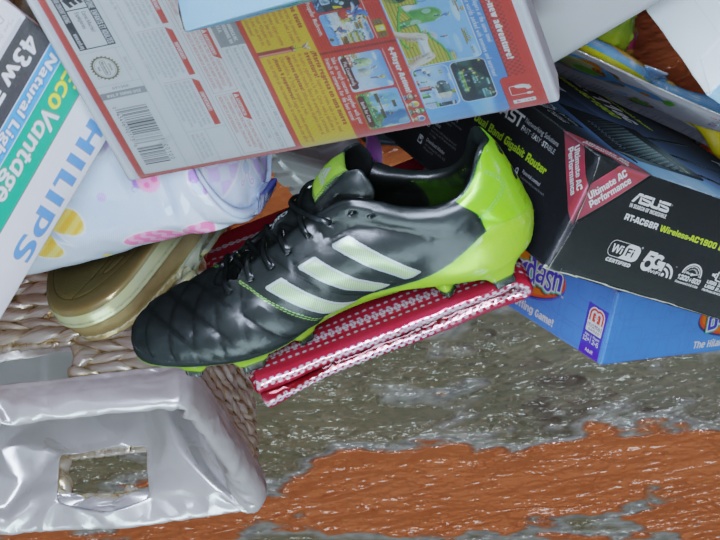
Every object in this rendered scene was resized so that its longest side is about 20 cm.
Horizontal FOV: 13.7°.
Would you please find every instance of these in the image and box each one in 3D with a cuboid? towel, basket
[{"bbox_3d":[0.000,0.000,1.488,0.144,0.200,0.023,-22,113,-2],"label":"towel"},{"bbox_3d":[-0.170,0.048,1.738,0.197,0.161,0.200,-6,158,9],"label":"basket"}]

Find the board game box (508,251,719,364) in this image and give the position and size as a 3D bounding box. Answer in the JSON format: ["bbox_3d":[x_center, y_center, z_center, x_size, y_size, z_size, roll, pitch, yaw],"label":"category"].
[{"bbox_3d":[0.158,-0.006,1.615,0.199,0.045,0.152,-5,-154,-39],"label":"board game box"}]

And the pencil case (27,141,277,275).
[{"bbox_3d":[-0.139,-0.046,1.424,0.199,0.091,0.083,-14,115,26],"label":"pencil case"}]

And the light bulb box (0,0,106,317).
[{"bbox_3d":[-0.247,-0.056,1.333,0.200,0.199,0.125,28,176,32],"label":"light bulb box"}]

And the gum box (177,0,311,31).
[{"bbox_3d":[0.005,-0.199,1.151,0.199,0.171,0.045,-13,-177,24],"label":"gum box"}]

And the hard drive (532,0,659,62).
[{"bbox_3d":[0.070,-0.129,1.313,0.132,0.026,0.200,7,158,-37],"label":"hard drive"}]

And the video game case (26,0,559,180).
[{"bbox_3d":[-0.027,-0.101,1.269,0.199,0.018,0.143,-10,144,12],"label":"video game case"}]

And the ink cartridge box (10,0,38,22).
[{"bbox_3d":[-0.083,-0.138,1.409,0.164,0.075,0.200,4,156,-12],"label":"ink cartridge box"}]

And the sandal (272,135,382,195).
[{"bbox_3d":[-0.019,-0.074,1.604,0.082,0.050,0.203,6,150,38],"label":"sandal"}]

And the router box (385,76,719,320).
[{"bbox_3d":[0.114,-0.049,1.503,0.149,0.062,0.200,17,-164,-35],"label":"router box"}]

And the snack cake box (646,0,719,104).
[{"bbox_3d":[0.215,-0.110,1.432,0.067,0.115,0.200,-46,140,18],"label":"snack cake box"}]

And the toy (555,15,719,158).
[{"bbox_3d":[0.120,-0.111,1.464,0.200,0.047,0.115,29,176,-2],"label":"toy"}]

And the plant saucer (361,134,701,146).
[{"bbox_3d":[0.097,-0.080,1.643,0.199,0.019,0.070,4,157,-17],"label":"plant saucer"}]

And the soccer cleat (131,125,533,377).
[{"bbox_3d":[-0.019,-0.012,1.392,0.199,0.068,0.081,-19,121,6],"label":"soccer cleat"}]

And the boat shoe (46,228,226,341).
[{"bbox_3d":[-0.098,-0.016,1.502,0.073,0.201,0.063,-16,114,21],"label":"boat shoe"}]
